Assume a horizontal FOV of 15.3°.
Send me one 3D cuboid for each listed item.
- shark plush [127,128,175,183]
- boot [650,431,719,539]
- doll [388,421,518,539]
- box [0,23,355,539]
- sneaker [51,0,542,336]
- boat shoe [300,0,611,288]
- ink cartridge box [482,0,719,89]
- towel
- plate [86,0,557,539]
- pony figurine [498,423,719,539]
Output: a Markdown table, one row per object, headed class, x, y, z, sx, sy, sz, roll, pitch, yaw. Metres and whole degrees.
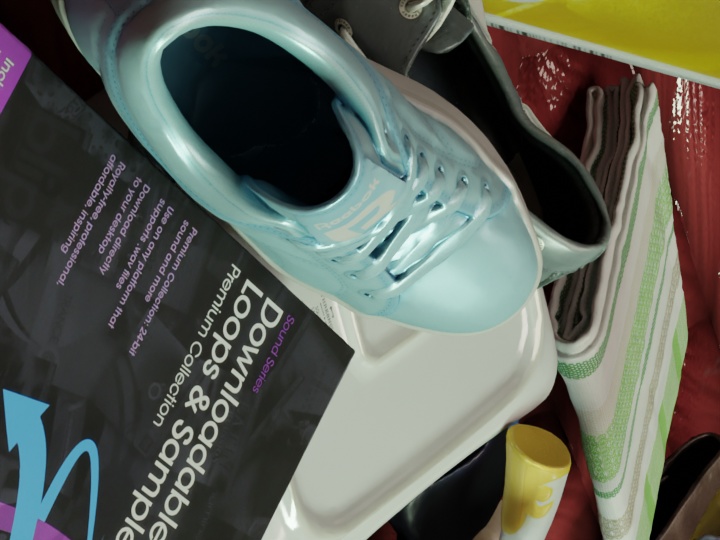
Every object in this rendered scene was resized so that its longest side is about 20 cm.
| class | x | y | z | sx | sy | sz | roll | pitch | yaw |
| --- | --- | --- | --- | --- | --- | --- | --- | --- | --- |
| shark plush | -0.062 | -0.123 | 0.773 | 0.083 | 0.091 | 0.200 | -12 | 131 | -34 |
| boot | 0.181 | 0.150 | 1.351 | 0.200 | 0.072 | 0.166 | -38 | 140 | -42 |
| doll | 0.031 | 0.062 | 1.045 | 0.136 | 0.048 | 0.200 | -58 | 150 | -26 |
| box | -0.093 | 0.033 | 0.754 | 0.200 | 0.036 | 0.143 | 44 | 66 | -44 |
| sneaker | -0.011 | -0.026 | 0.761 | 0.074 | 0.082 | 0.200 | -44 | 128 | 13 |
| boat shoe | 0.018 | -0.080 | 0.845 | 0.073 | 0.062 | 0.200 | -42 | 112 | -42 |
| ink cartridge box | 0.148 | -0.164 | 0.968 | 0.047 | 0.198 | 0.200 | -27 | 132 | -79 |
| towel | 0.111 | 0.032 | 1.166 | 0.200 | 0.031 | 0.149 | 74 | 27 | -52 |
| plate | 0.000 | 0.000 | 0.903 | 0.200 | 0.032 | 0.200 | -35 | 122 | -42 |
| pony figurine | 0.076 | 0.163 | 1.041 | 0.193 | 0.167 | 0.200 | 17 | 125 | -31 |
